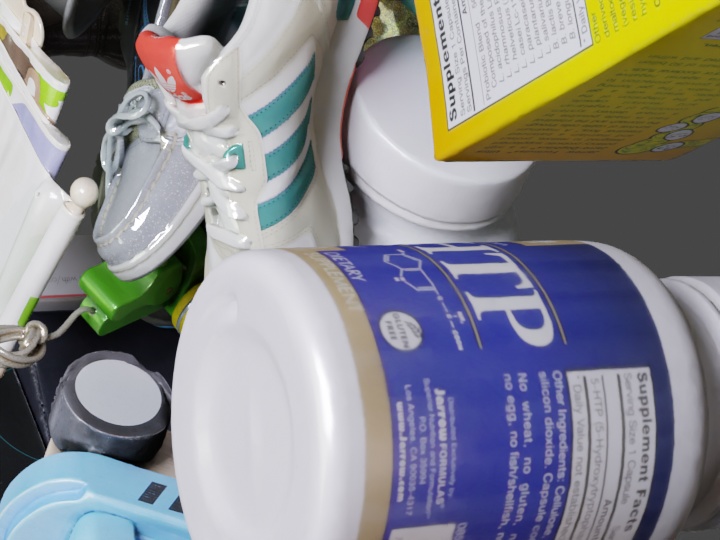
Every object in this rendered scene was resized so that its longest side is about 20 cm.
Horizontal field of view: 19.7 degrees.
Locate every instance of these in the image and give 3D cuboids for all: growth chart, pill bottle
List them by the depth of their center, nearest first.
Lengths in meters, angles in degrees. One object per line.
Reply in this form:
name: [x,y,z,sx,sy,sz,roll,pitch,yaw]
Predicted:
pill bottle: [0.048,0.050,0.704,0.119,0.199,0.121,6,97,60]
pill bottle: [0.000,0.000,0.880,0.200,0.110,0.111,-61,41,42]
growth chart: [-0.179,-0.070,0.987,0.145,0.018,0.201,-51,52,36]

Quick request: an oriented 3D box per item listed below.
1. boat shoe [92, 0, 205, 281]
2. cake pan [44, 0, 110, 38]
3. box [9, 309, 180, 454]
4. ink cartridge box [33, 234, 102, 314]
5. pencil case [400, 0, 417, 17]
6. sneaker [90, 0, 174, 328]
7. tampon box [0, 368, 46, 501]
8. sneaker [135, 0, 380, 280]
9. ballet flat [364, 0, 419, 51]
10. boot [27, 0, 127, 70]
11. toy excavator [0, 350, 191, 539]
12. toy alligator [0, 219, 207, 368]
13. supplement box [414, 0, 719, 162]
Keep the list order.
boat shoe: [-0.078,-0.092,0.921,0.074,0.065,0.203,-9,56,62]
cake pan: [-0.110,-0.210,1.022,0.201,0.037,0.200,-61,3,5]
box: [-0.145,0.153,1.140,0.197,0.117,0.201,-50,51,49]
ink cartridge box: [-0.180,0.036,1.199,0.200,0.115,0.068,-49,51,49]
pencil case: [0.000,-0.178,0.837,0.200,0.088,0.089,46,136,16]
sneaker: [-0.094,-0.068,1.081,0.082,0.073,0.202,12,102,61]
tampon box: [-0.239,0.170,1.063,0.150,0.126,0.201,59,139,42]
sneaker: [-0.049,-0.055,0.775,0.070,0.093,0.201,16,100,45]
ballet flat: [-0.009,-0.083,0.943,0.200,0.070,0.071,-27,68,58]
boot: [-0.195,-0.162,1.155,0.200,0.173,0.070,45,130,49]
toy excavator: [-0.057,0.154,0.801,0.201,0.193,0.100,-81,13,-49]
toy alligator: [-0.089,-0.004,0.960,0.059,0.199,0.054,45,129,22]
supplement box: [0.110,-0.114,0.678,0.200,0.109,0.110,-26,69,58]
